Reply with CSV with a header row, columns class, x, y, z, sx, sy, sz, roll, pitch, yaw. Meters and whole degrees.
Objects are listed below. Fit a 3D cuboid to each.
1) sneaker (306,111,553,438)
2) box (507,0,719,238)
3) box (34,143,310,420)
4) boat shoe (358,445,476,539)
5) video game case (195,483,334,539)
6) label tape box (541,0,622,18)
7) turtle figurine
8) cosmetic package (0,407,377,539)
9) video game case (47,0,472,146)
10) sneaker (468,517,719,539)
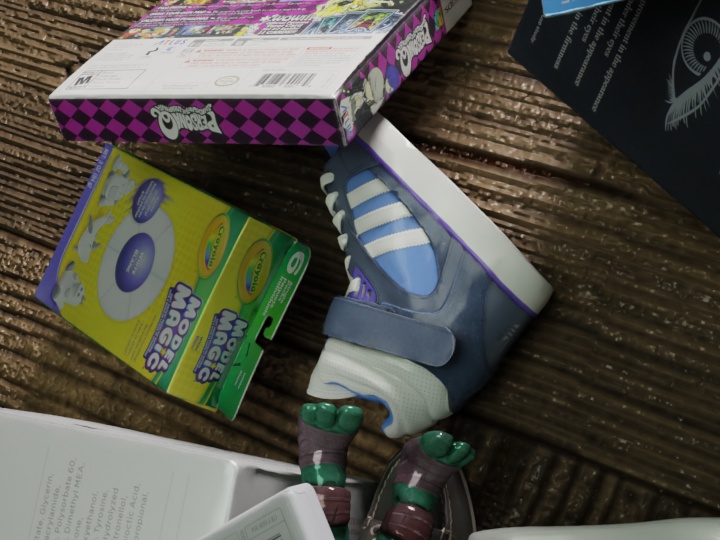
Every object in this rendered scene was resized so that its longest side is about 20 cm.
class,x,y,z,sx,sy,sz,roll,pitch,yaw
sneaker,0.000,0.000,0.823,0.147,0.081,0.200,-46,66,6
box,0.192,-0.120,0.703,0.200,0.104,0.149,47,134,28
box,-0.118,0.005,0.881,0.199,0.048,0.118,26,91,44
boat shoe,0.021,0.192,0.777,0.066,0.057,0.202,2,79,29
video game case,-0.052,0.222,0.629,0.181,0.022,0.201,-33,74,29
label tape box,0.159,-0.207,0.610,0.198,0.066,0.145,-12,67,16
turtle figurine,-0.001,0.175,0.700,0.100,0.149,0.202,-16,59,43
cosmetic package,-0.122,0.177,0.797,0.198,0.165,0.167,7,82,28
video game case,-0.057,-0.133,0.851,0.198,0.036,0.182,3,36,29
sneaker,0.147,0.182,0.709,0.198,0.073,0.113,-11,76,35
